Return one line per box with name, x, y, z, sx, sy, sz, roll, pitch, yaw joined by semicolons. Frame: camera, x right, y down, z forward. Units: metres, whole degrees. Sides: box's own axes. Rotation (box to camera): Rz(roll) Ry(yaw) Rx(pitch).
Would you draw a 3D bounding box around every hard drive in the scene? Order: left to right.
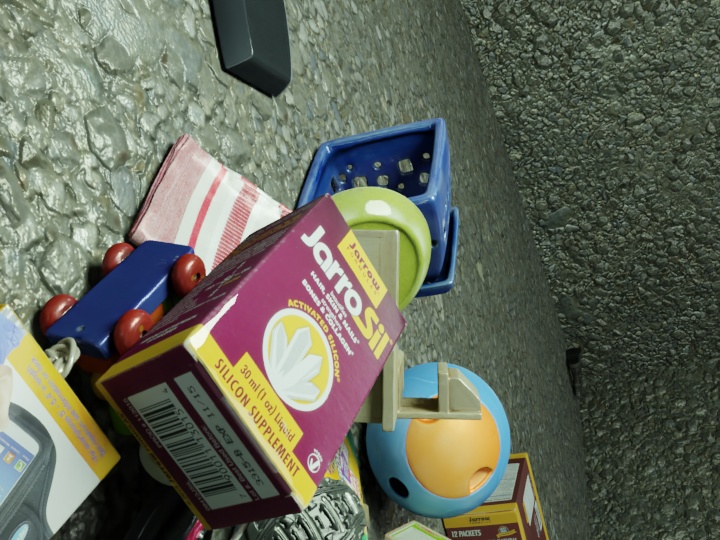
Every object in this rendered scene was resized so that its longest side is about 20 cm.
hard drive;-0.137;-0.334;0.877;0.134;0.041;0.206;10;69;-67

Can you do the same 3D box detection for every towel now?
towel;-0.115;-0.030;0.684;0.198;0.023;0.146;34;42;-24

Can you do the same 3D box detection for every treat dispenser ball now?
treat dispenser ball;0.105;0.229;0.955;0.200;0.196;0.207;-13;90;-68

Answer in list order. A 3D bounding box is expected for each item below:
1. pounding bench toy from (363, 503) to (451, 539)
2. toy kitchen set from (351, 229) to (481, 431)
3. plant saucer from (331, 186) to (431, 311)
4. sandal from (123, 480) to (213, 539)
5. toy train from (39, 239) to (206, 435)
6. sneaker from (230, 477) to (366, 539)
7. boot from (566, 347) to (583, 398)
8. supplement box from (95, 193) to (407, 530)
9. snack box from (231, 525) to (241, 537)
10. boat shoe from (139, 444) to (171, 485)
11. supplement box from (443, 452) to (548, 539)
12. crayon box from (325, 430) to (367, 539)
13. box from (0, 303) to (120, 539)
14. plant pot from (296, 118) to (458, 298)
pounding bench toy;0.042;0.391;0.829;0.160;0.196;0.124;-68;157;-2
toy kitchen set;0.044;0.055;0.716;0.200;0.158;0.186;-13;104;-84
plant saucer;0.000;0.000;0.836;0.202;0.197;0.031;59;-1;-36
sandal;-0.127;0.189;0.562;0.200;0.044;0.077;-37;152;-63
toy train;-0.183;0.076;0.515;0.201;0.082;0.118;-58;148;-48
sneaker;-0.082;0.233;0.547;0.197;0.080;0.075;-29;75;-28
boot;0.969;0.459;3.154;0.200;0.067;0.179;-47;127;-60
supplement box;-0.064;0.058;0.502;0.132;0.102;0.201;56;36;-16
snack box;-0.086;0.343;0.619;0.202;0.052;0.144;-75;145;-51
boat shoe;-0.095;0.097;0.580;0.072;0.061;0.201;38;34;12
supplement box;0.252;0.477;1.273;0.200;0.130;0.203;-34;110;-66
crayon box;-0.045;0.203;0.713;0.201;0.057;0.121;-102;168;-61
box;-0.226;0.126;0.349;0.201;0.041;0.121;-54;129;-43
plant pot;0.039;-0.070;0.978;0.203;0.195;0.182;-79;154;-47
